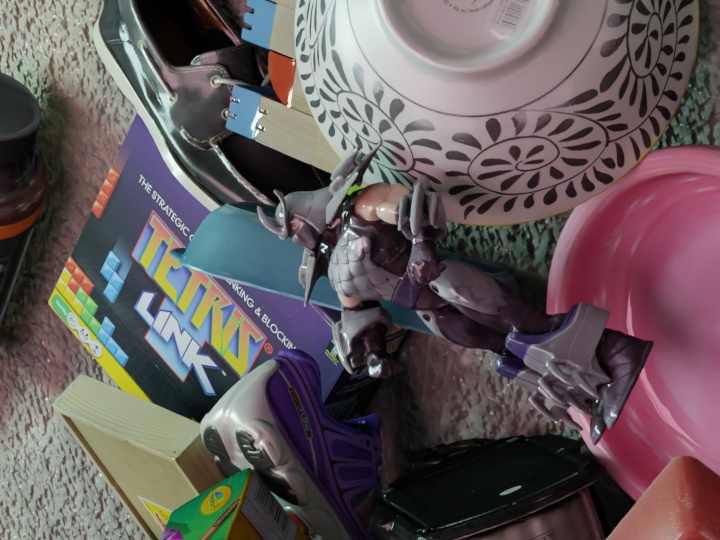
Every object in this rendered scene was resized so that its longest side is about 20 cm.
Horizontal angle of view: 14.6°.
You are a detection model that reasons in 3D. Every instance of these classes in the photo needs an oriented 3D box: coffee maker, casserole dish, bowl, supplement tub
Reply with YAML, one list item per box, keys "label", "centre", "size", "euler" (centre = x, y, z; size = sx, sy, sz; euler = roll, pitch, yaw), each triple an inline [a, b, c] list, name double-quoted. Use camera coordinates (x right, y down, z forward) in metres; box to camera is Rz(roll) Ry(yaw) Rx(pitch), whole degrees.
- label: "coffee maker"
  centre: [0.095, 0.194, 1.465]
  size: [0.135, 0.192, 0.200]
  euler: [-17, 99, 12]
- label: "casserole dish"
  centre: [0.000, 0.000, 1.471]
  size: [0.200, 0.121, 0.039]
  euler: [16, 96, 9]
- label: "bowl"
  centre: [0.057, -0.126, 1.332]
  size: [0.201, 0.094, 0.201]
  euler: [-1, 82, 11]
- label: "supplement tub"
  centre: [-0.257, -0.028, 1.740]
  size: [0.107, 0.107, 0.200]
  euler: [43, 130, 25]

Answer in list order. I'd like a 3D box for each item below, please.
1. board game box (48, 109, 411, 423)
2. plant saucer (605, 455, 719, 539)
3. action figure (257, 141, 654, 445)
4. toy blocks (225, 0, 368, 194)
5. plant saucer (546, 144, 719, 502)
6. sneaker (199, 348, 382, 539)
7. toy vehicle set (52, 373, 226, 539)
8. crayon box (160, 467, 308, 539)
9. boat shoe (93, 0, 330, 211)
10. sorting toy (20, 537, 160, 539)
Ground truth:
- label: "board game box"
  centre: [-0.079, 0.025, 1.622]
  size: [0.200, 0.057, 0.165]
  euler: [47, 133, 22]
- label: "plant saucer"
  centre: [0.171, 0.225, 1.348]
  size: [0.200, 0.037, 0.200]
  euler: [37, 101, -3]
- label: "action figure"
  centre: [0.040, 0.012, 1.351]
  size: [0.200, 0.069, 0.130]
  euler: [27, 153, 3]
- label: "toy blocks"
  centre: [-0.006, -0.133, 1.478]
  size: [0.137, 0.100, 0.200]
  euler: [25, 110, 46]
- label: "plant saucer"
  centre: [0.182, 0.034, 1.375]
  size: [0.200, 0.051, 0.201]
  euler: [16, 114, 40]
- label: "sneaker"
  centre: [-0.006, 0.126, 1.538]
  size: [0.081, 0.083, 0.200]
  euler: [15, 142, 45]
- label: "toy vehicle set"
  centre: [-0.087, 0.150, 1.612]
  size: [0.124, 0.027, 0.200]
  euler: [19, 148, 48]
- label: "crayon box"
  centre: [-0.029, 0.214, 1.457]
  size: [0.058, 0.119, 0.200]
  euler: [-33, 104, 18]
- label: "boat shoe"
  centre: [-0.078, -0.093, 1.567]
  size: [0.200, 0.072, 0.068]
  euler: [52, 137, 20]
- label: "sorting toy"
  centre: [-0.084, 0.234, 1.631]
  size: [0.199, 0.070, 0.200]
  euler: [19, 148, 48]
